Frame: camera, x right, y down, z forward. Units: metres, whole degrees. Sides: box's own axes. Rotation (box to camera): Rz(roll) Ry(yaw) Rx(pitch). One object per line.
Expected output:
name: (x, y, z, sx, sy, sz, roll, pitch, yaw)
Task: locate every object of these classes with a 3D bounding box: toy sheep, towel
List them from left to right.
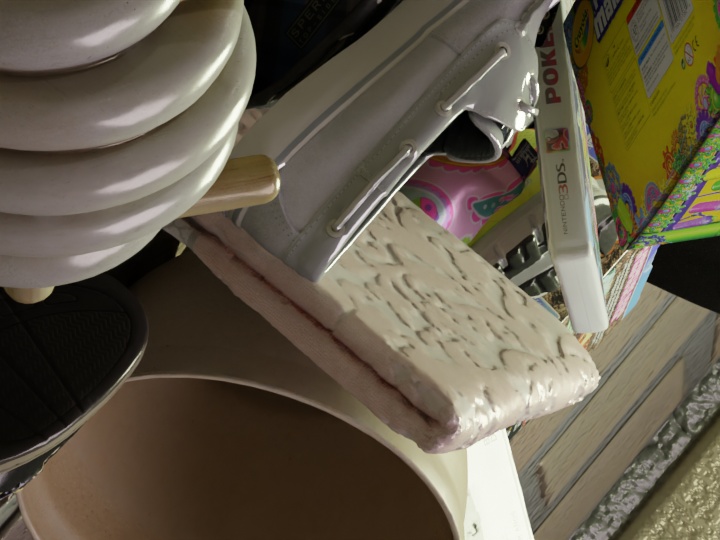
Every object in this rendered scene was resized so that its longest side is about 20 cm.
toy sheep: (-0.091, -0.061, 0.859, 0.138, 0.137, 0.201, -41, 150, -38)
towel: (-0.002, 0.001, 1.206, 0.032, 0.191, 0.200, -55, 166, 17)

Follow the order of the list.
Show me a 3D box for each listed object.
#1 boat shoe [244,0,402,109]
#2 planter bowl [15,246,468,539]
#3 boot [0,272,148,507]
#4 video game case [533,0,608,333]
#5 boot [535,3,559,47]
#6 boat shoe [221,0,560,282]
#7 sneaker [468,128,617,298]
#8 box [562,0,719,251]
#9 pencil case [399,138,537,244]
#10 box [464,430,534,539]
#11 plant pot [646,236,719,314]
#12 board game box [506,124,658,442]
boat shoe: (-0.001, -0.138, 1.117, 0.200, 0.070, 0.066, -50, 171, 31)
planter bowl: (-0.041, 0.061, 1.301, 0.201, 0.199, 0.135, 114, -7, -49)
boot: (-0.168, 0.091, 1.145, 0.200, 0.073, 0.151, -42, 164, -21)
video game case: (0.100, -0.075, 1.460, 0.023, 0.183, 0.200, -7, 168, 5)
boot: (0.051, -0.134, 1.262, 0.158, 0.079, 0.211, -53, 168, 9)
boat shoe: (0.032, -0.070, 1.136, 0.200, 0.069, 0.072, -39, 172, -31)
sneaker: (0.043, -0.006, 1.612, 0.199, 0.091, 0.078, -30, 145, 4)
box: (0.214, -0.112, 1.280, 0.191, 0.123, 0.200, -8, 160, -15)
pencil case: (0.000, 0.000, 1.448, 0.200, 0.087, 0.087, -50, 167, -1)
box: (-0.005, 0.139, 1.504, 0.199, 0.117, 0.060, -26, -165, -40)
plant pot: (0.267, -0.076, 1.962, 0.200, 0.177, 0.200, -48, 166, -14)
board game box: (0.087, 0.024, 1.789, 0.200, 0.097, 0.160, -46, 167, -22)
